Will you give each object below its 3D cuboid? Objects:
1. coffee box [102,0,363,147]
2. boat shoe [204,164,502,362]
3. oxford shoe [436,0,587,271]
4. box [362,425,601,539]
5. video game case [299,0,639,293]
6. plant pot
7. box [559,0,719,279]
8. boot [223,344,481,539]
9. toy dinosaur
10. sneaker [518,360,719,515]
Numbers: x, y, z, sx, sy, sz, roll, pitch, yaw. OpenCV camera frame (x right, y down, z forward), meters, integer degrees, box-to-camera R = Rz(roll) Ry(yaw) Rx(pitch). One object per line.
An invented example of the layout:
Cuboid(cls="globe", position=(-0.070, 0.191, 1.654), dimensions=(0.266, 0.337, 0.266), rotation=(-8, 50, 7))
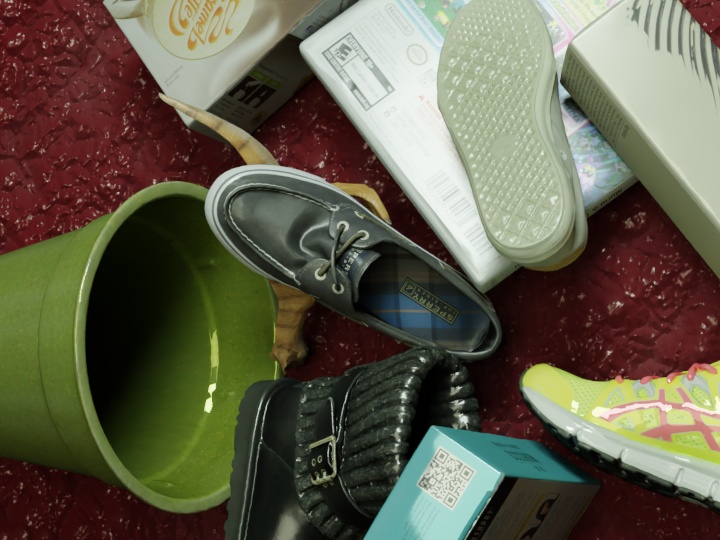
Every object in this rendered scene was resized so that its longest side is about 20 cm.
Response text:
Cuboid(cls="coffee box", position=(-0.052, -0.191, 1.215), dimensions=(0.200, 0.080, 0.115), rotation=(-40, 70, 13))
Cuboid(cls="boat shoe", position=(0.000, 0.000, 1.119), dimensions=(0.199, 0.066, 0.070), rotation=(33, 89, -13))
Cuboid(cls="oxford shoe", position=(0.090, -0.080, 1.101), dimensions=(0.075, 0.058, 0.201), rotation=(-21, 54, 16))
Cuboid(cls="box", position=(0.071, 0.138, 1.051), dimensions=(0.049, 0.200, 0.083), rotation=(33, 95, 23))
Cuboid(cls="video game case", position=(0.089, -0.116, 1.152), dimensions=(0.181, 0.024, 0.201), rotation=(-36, 70, -3))
Cuboid(cls="plant pot", position=(-0.180, 0.051, 1.192), dimensions=(0.189, 0.199, 0.202), rotation=(-4, 81, 35))
Cuboid(cls="box", position=(0.201, -0.063, 1.068), dimensions=(0.068, 0.082, 0.200), rotation=(-37, 81, -5))
Cuboid(cls="boot", position=(-0.006, 0.155, 1.122), dimensions=(0.157, 0.079, 0.213), rotation=(-8, 78, 41))
Cuboid(cls="toy dinosaur", position=(-0.042, -0.028, 1.160), dimensions=(0.060, 0.106, 0.202), rotation=(29, 137, 60))
Cuboid(cls="sneaker", position=(0.189, 0.086, 1.085), dimensions=(0.199, 0.078, 0.091), rotation=(20, 82, 18))
